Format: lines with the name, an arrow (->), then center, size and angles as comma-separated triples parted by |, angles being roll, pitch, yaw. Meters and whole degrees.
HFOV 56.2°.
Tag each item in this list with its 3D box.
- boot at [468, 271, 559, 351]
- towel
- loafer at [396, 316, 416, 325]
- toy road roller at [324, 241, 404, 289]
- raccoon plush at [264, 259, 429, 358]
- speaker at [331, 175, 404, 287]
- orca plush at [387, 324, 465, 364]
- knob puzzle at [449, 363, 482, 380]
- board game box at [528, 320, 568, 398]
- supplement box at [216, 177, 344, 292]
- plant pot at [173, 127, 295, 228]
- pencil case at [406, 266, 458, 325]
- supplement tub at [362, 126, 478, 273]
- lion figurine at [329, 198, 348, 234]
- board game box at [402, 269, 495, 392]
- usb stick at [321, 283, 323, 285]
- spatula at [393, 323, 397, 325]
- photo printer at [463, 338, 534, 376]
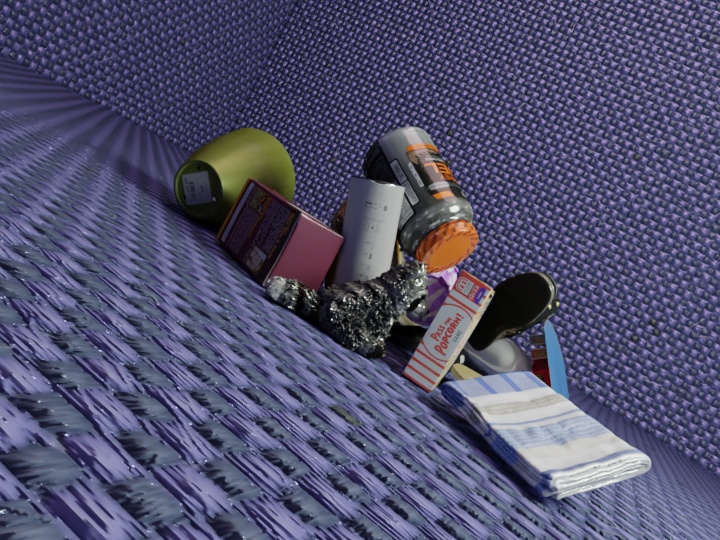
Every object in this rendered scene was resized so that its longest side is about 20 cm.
boot -> 0.268, 0.048, 1.067 | 0.151, 0.204, 0.075 | -17, 70, -35
towel -> 0.193, 0.166, 0.728 | 0.143, 0.024, 0.200 | -3, 22, -26
loafer -> 0.070, 0.062, 1.304 | 0.075, 0.069, 0.199 | 32, -3, 36
toy road roller -> 0.000, 0.000, 1.099 | 0.142, 0.127, 0.200 | -4, -4, 11
raccoon plush -> -0.003, 0.019, 0.840 | 0.197, 0.136, 0.097 | 28, 4, -25
speaker -> 0.007, -0.025, 0.952 | 0.079, 0.206, 0.081 | 10, 6, -1
orca plush -> 0.112, 0.104, 1.125 | 0.197, 0.072, 0.105 | 29, 4, -20
knob puzzle -> 0.200, 0.193, 0.960 | 0.216, 0.031, 0.220 | 30, 4, -2
board game box -> 0.313, 0.189, 1.123 | 0.038, 0.205, 0.158 | -12, -31, 23
supplement box -> -0.121, -0.046, 0.980 | 0.085, 0.112, 0.199 | 27, 5, -37
plant pot -> -0.234, -0.149, 1.173 | 0.184, 0.190, 0.200 | 30, 18, 9
pencil case -> 0.117, 0.032, 1.091 | 0.085, 0.085, 0.200 | 56, 14, -1
supplement tub -> 0.091, -0.106, 1.015 | 0.122, 0.122, 0.203 | 24, 35, -56
lion figurine -> 0.041, -0.107, 1.137 | 0.197, 0.123, 0.073 | -12, -59, 39
board game box -> 0.128, 0.081, 0.931 | 0.046, 0.154, 0.200 | 31, 3, 12
usb stick -> -0.095, -0.001, 1.210 | 0.054, 0.033, 0.200 | 22, 5, -8
spatula -> 0.038, 0.083, 1.216 | 0.197, 0.021, 0.056 | 31, -5, -11
photo printer -> 0.238, 0.159, 1.215 | 0.199, 0.070, 0.167 | 34, -11, 44
